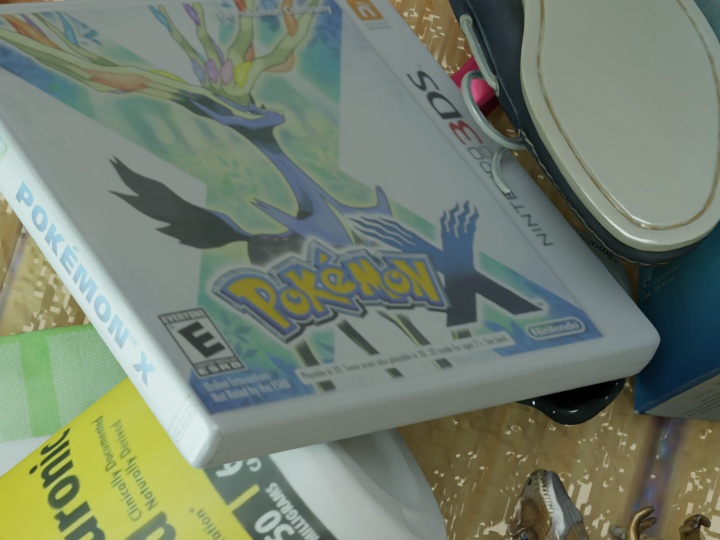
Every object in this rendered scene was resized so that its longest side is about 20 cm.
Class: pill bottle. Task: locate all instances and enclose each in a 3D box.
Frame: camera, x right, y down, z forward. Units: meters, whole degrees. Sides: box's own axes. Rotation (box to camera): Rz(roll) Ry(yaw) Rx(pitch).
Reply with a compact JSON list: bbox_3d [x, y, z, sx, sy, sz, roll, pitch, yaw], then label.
[{"bbox_3d":[-0.079,0.107,0.926,0.200,0.111,0.112,-38,77,11],"label":"pill bottle"}]

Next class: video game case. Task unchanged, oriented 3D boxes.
[{"bbox_3d":[-0.022,-0.024,0.916,0.199,0.022,0.183,-9,52,-43],"label":"video game case"}]

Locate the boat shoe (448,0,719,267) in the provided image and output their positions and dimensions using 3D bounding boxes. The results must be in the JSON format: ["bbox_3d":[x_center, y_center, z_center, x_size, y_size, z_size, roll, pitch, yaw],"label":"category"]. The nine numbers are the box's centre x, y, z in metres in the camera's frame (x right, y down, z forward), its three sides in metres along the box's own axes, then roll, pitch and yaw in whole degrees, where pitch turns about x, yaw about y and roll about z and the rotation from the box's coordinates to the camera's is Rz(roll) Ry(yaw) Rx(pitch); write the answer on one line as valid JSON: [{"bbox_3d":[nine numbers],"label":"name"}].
[{"bbox_3d":[0.068,-0.076,0.958,0.074,0.062,0.201,-12,56,-21],"label":"boat shoe"}]

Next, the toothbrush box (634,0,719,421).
[{"bbox_3d":[0.155,-0.057,0.963,0.085,0.146,0.202,4,76,-12],"label":"toothbrush box"}]

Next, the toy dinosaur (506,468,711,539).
[{"bbox_3d":[0.115,0.140,0.911,0.106,0.060,0.201,-37,47,11],"label":"toy dinosaur"}]

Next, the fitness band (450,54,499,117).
[{"bbox_3d":[-0.009,-0.134,1.057,0.143,0.037,0.201,-20,76,2],"label":"fitness band"}]

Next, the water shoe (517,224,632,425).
[{"bbox_3d":[0.000,0.000,0.982,0.199,0.079,0.072,11,116,-2],"label":"water shoe"}]

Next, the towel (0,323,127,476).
[{"bbox_3d":[-0.098,0.118,1.011,0.148,0.031,0.201,-7,75,0],"label":"towel"}]

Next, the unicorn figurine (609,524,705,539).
[{"bbox_3d":[0.197,0.130,0.961,0.137,0.074,0.201,-30,74,-8],"label":"unicorn figurine"}]
